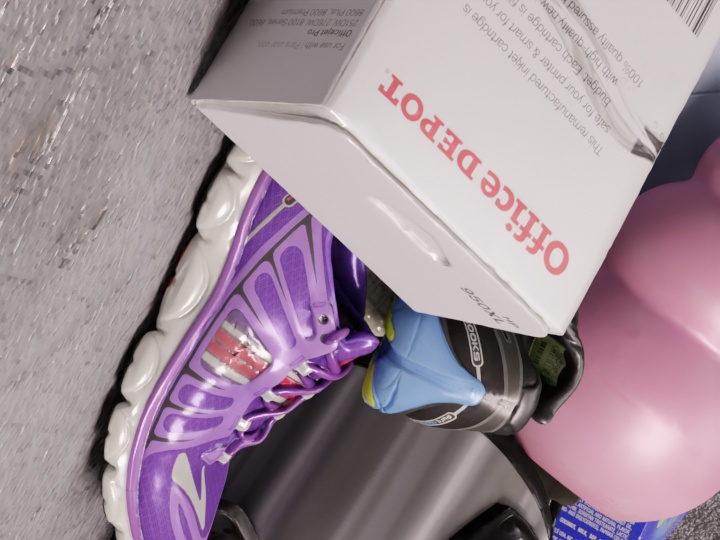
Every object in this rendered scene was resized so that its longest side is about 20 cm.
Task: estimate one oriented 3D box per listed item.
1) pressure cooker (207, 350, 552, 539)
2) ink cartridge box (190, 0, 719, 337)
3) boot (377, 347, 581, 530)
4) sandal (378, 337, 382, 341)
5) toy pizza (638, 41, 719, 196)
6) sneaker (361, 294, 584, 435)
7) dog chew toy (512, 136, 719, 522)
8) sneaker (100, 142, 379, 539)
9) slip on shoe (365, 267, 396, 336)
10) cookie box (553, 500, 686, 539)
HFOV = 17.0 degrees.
[{"bbox_3d":[-0.023,0.157,1.081,0.200,0.176,0.179,-54,-177,-40],"label":"pressure cooker"},{"bbox_3d":[0.051,-0.098,0.885,0.145,0.084,0.200,42,68,-35],"label":"ink cartridge box"},{"bbox_3d":[0.031,0.131,1.237,0.078,0.138,0.200,-57,170,-30],"label":"boot"},{"bbox_3d":[0.061,-0.008,1.290,0.201,0.075,0.048,-50,-170,-27],"label":"sandal"},{"bbox_3d":[0.099,-0.084,1.132,0.032,0.200,0.201,-116,-136,-60],"label":"toy pizza"},{"bbox_3d":[0.053,0.031,1.018,0.200,0.083,0.071,-52,166,-76],"label":"sneaker"},{"bbox_3d":[0.154,0.017,1.116,0.200,0.124,0.125,-52,170,2],"label":"dog chew toy"},{"bbox_3d":[-0.040,0.033,0.945,0.200,0.083,0.081,-66,170,16],"label":"sneaker"},{"bbox_3d":[0.017,-0.069,1.062,0.074,0.061,0.201,-8,124,-36],"label":"slip on shoe"},{"bbox_3d":[0.165,0.052,1.284,0.171,0.075,0.200,-31,146,-64],"label":"cookie box"}]
